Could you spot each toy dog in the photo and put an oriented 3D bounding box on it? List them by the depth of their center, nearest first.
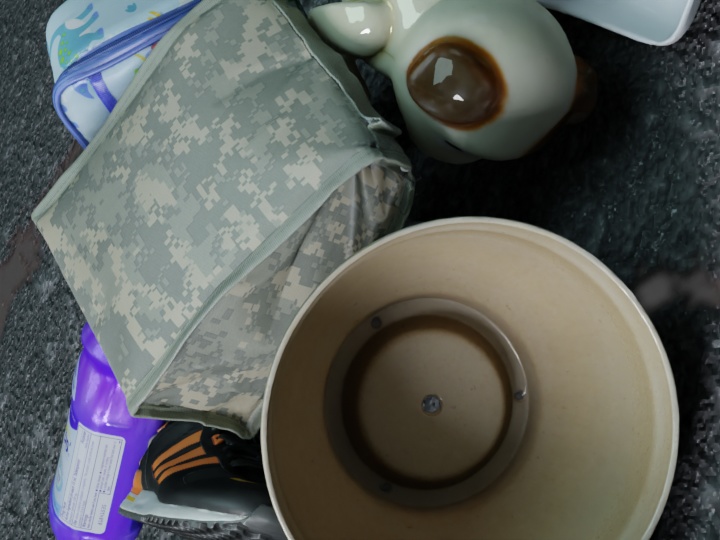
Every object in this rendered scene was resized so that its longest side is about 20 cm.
[{"bbox_3d":[0.055,-0.151,0.899,0.194,0.139,0.201,-34,63,37],"label":"toy dog"}]

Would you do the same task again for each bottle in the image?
[{"bbox_3d":[-0.154,0.085,1.047,0.084,0.065,0.201,-93,17,-57],"label":"bottle"}]

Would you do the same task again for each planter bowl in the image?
[{"bbox_3d":[0.045,0.073,0.830,0.135,0.199,0.201,-164,90,-83],"label":"planter bowl"}]

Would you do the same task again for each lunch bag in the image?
[{"bbox_3d":[-0.065,-0.039,0.896,0.200,0.117,0.164,-50,51,20],"label":"lunch bag"},{"bbox_3d":[-0.095,-0.103,1.020,0.160,0.200,0.083,-22,51,6],"label":"lunch bag"}]

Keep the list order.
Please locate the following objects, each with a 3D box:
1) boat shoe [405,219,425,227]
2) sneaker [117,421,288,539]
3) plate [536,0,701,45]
[{"bbox_3d":[0.000,-0.001,0.974,0.200,0.071,0.070,14,97,40],"label":"boat shoe"},{"bbox_3d":[-0.083,0.111,0.947,0.200,0.070,0.090,-11,59,65],"label":"sneaker"},{"bbox_3d":[0.154,-0.233,0.906,0.199,0.032,0.201,32,104,54],"label":"plate"}]
